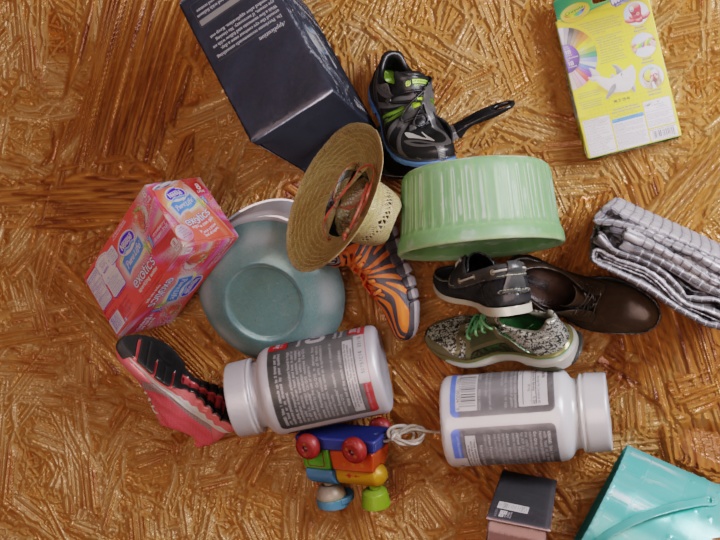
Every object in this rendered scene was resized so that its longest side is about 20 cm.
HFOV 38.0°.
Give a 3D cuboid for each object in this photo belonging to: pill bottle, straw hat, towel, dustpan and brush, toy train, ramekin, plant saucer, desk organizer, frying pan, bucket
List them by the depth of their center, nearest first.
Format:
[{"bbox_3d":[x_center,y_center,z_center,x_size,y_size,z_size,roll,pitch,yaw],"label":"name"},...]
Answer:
[{"bbox_3d":[0.357,-0.006,1.214,0.200,0.166,0.086,26,104,11],"label":"towel"},{"bbox_3d":[0.330,0.314,1.220,0.135,0.207,0.208,28,98,14],"label":"bucket"},{"bbox_3d":[0.000,-0.071,1.229,0.085,0.201,0.201,22,99,-28],"label":"straw hat"},{"bbox_3d":[0.190,0.307,1.247,0.071,0.200,0.077,9,96,12],"label":"desk organizer"},{"bbox_3d":[0.140,-0.072,1.248,0.199,0.200,0.098,-6,84,13],"label":"ramekin"},{"bbox_3d":[0.203,0.179,1.282,0.199,0.114,0.114,-5,91,13],"label":"pill bottle"},{"bbox_3d":[0.018,0.253,1.327,0.199,0.085,0.116,-1,104,31],"label":"toy train"},{"bbox_3d":[0.091,-0.177,1.328,0.190,0.031,0.115,-36,50,-14],"label":"frying pan"},{"bbox_3d":[-0.066,0.144,1.333,0.199,0.114,0.114,-12,89,6],"label":"pill bottle"},{"bbox_3d":[-0.121,0.035,1.359,0.200,0.039,0.202,4,111,10],"label":"plant saucer"},{"bbox_3d":[-0.084,-0.057,1.373,0.200,0.057,0.140,-41,97,21],"label":"dustpan and brush"}]

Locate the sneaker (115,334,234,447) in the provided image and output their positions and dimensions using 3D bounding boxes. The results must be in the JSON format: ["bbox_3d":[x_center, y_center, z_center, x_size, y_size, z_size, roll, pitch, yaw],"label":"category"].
[{"bbox_3d":[-0.254,0.168,1.385,0.200,0.074,0.087,41,113,-18],"label":"sneaker"}]

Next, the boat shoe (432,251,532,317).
[{"bbox_3d":[0.144,0.008,1.257,0.072,0.200,0.068,-14,101,-18],"label":"boat shoe"}]

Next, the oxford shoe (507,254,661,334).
[{"bbox_3d":[0.271,0.039,1.271,0.199,0.084,0.073,14,99,0],"label":"oxford shoe"}]

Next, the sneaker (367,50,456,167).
[{"bbox_3d":[0.058,-0.196,1.272,0.071,0.083,0.200,-9,47,-17],"label":"sneaker"}]

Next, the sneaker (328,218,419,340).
[{"bbox_3d":[0.000,0.000,1.320,0.112,0.078,0.201,-12,77,-23],"label":"sneaker"}]

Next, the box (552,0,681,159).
[{"bbox_3d":[0.310,-0.245,1.275,0.117,0.048,0.201,-13,92,14],"label":"box"}]

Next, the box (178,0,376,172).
[{"bbox_3d":[-0.095,-0.246,1.281,0.117,0.197,0.200,-30,78,11],"label":"box"}]

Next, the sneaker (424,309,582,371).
[{"bbox_3d":[0.167,0.067,1.279,0.199,0.089,0.077,-1,49,27],"label":"sneaker"}]

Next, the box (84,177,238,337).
[{"bbox_3d":[-0.260,-0.017,1.347,0.103,0.095,0.200,55,128,17],"label":"box"}]
